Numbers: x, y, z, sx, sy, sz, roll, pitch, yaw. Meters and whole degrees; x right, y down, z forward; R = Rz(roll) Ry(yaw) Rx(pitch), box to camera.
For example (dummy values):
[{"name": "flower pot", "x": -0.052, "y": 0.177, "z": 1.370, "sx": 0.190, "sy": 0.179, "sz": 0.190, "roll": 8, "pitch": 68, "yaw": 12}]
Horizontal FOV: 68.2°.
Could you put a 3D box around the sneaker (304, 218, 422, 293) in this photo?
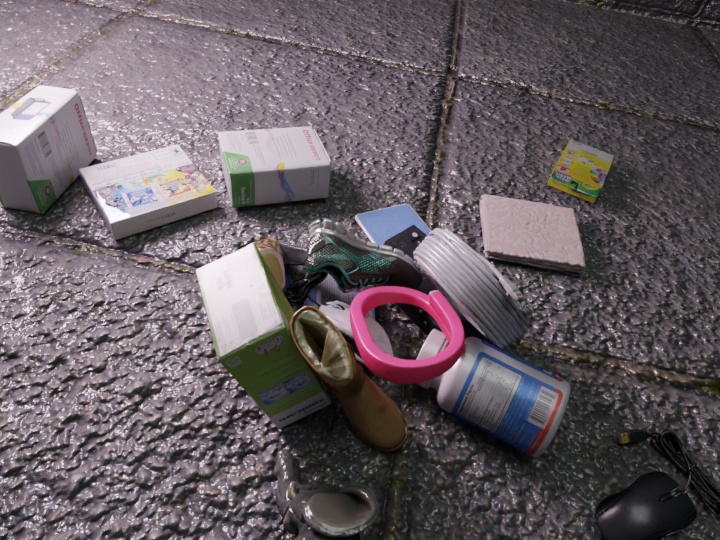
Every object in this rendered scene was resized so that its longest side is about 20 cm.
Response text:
[{"name": "sneaker", "x": 0.000, "y": 0.000, "z": 0.830, "sx": 0.198, "sy": 0.078, "sz": 0.092, "roll": 22, "pitch": 65, "yaw": -7}]

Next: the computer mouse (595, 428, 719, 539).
[{"name": "computer mouse", "x": 0.383, "y": 0.277, "z": 0.705, "sx": 0.198, "sy": 0.046, "sz": 0.141, "roll": -10, "pitch": 49, "yaw": -19}]

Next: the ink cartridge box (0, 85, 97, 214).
[{"name": "ink cartridge box", "x": -0.587, "y": -0.226, "z": 0.979, "sx": 0.086, "sy": 0.146, "sz": 0.201, "roll": 11, "pitch": 45, "yaw": 4}]

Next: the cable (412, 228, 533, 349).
[{"name": "cable", "x": 0.161, "y": 0.027, "z": 0.776, "sx": 0.069, "sy": 0.200, "sz": 0.200, "roll": -44, "pitch": 63, "yaw": 2}]

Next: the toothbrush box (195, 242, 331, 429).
[{"name": "toothbrush box", "x": -0.121, "y": 0.089, "z": 0.689, "sx": 0.085, "sy": 0.201, "sz": 0.146, "roll": -26, "pitch": 51, "yaw": -3}]

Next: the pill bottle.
[{"name": "pill bottle", "x": 0.175, "y": 0.161, "z": 0.741, "sx": 0.198, "sy": 0.113, "sz": 0.112, "roll": 26, "pitch": 46, "yaw": 16}]

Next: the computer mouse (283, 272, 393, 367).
[{"name": "computer mouse", "x": -0.024, "y": 0.069, "z": 0.806, "sx": 0.199, "sy": 0.044, "sz": 0.109, "roll": 38, "pitch": 31, "yaw": 16}]

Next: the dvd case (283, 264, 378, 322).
[{"name": "dvd case", "x": -0.070, "y": 0.045, "z": 0.885, "sx": 0.197, "sy": 0.018, "sz": 0.144, "roll": 4, "pitch": 44, "yaw": -5}]

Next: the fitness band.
[{"name": "fitness band", "x": 0.061, "y": 0.078, "z": 0.725, "sx": 0.142, "sy": 0.038, "sz": 0.200, "roll": -8, "pitch": 30, "yaw": -11}]

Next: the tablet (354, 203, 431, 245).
[{"name": "tablet", "x": 0.085, "y": -0.055, "z": 1.017, "sx": 0.129, "sy": 0.014, "sz": 0.201, "roll": -15, "pitch": 48, "yaw": -23}]

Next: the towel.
[{"name": "towel", "x": 0.342, "y": -0.077, "z": 1.070, "sx": 0.198, "sy": 0.032, "sz": 0.192, "roll": 10, "pitch": 45, "yaw": 1}]

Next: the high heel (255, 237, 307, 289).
[{"name": "high heel", "x": -0.172, "y": -0.009, "z": 0.826, "sx": 0.141, "sy": 0.072, "sz": 0.199, "roll": 6, "pitch": 16, "yaw": 35}]

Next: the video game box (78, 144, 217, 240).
[{"name": "video game box", "x": -0.401, "y": -0.156, "z": 1.012, "sx": 0.199, "sy": 0.047, "sz": 0.182, "roll": -23, "pitch": 51, "yaw": -29}]

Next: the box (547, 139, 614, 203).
[{"name": "box", "x": 0.516, "y": -0.230, "z": 1.246, "sx": 0.116, "sy": 0.049, "sz": 0.200, "roll": 27, "pitch": 44, "yaw": 16}]

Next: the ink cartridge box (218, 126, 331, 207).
[{"name": "ink cartridge box", "x": -0.172, "y": -0.211, "z": 1.067, "sx": 0.198, "sy": 0.088, "sz": 0.146, "roll": -10, "pitch": 48, "yaw": -17}]

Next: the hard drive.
[{"name": "hard drive", "x": 0.111, "y": 0.019, "z": 0.911, "sx": 0.139, "sy": 0.038, "sz": 0.200, "roll": -31, "pitch": 63, "yaw": -33}]

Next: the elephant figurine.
[{"name": "elephant figurine", "x": -0.037, "y": 0.289, "z": 0.574, "sx": 0.155, "sy": 0.141, "sz": 0.200, "roll": 44, "pitch": 30, "yaw": -6}]

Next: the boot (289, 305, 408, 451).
[{"name": "boot", "x": -0.011, "y": 0.143, "z": 0.651, "sx": 0.066, "sy": 0.200, "sz": 0.175, "roll": -41, "pitch": 71, "yaw": -11}]
